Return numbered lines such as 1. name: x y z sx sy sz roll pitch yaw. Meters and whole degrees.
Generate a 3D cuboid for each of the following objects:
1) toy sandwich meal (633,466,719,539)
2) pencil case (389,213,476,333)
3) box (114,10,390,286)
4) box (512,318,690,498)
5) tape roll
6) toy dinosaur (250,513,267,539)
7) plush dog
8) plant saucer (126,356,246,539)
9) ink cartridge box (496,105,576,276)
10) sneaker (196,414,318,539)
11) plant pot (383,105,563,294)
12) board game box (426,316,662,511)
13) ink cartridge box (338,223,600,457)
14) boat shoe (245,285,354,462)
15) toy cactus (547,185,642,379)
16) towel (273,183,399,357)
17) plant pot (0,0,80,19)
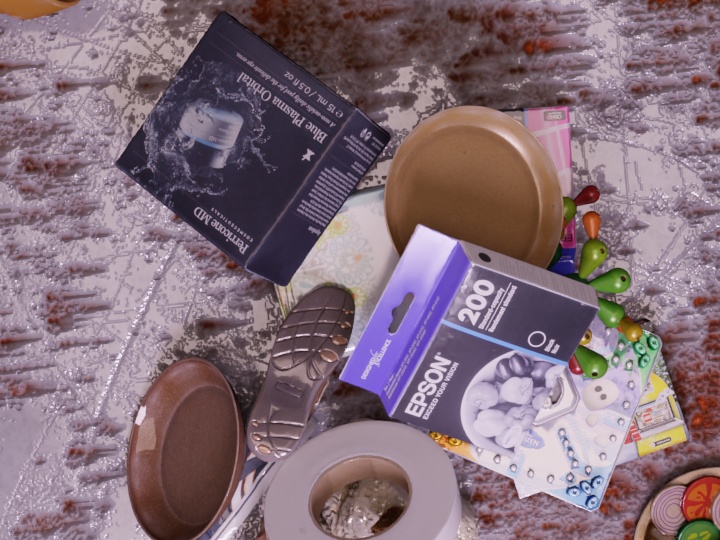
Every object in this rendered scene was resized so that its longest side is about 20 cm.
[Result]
1. toy sandwich meal: 0.394 0.316 1.635 0.203 0.070 0.207 0 94 2
2. pencil case: 0.074 0.033 1.575 0.082 0.091 0.202 10 97 0
3. box: -0.111 -0.125 1.572 0.196 0.117 0.201 37 94 21
4. box: 0.243 0.150 1.645 0.198 0.038 0.138 -19 91 3
5. tape roll: 0.001 0.238 1.515 0.201 0.204 0.037 -14 133 3
6. toy dinosaur: -0.086 0.355 1.603 0.086 0.135 0.201 -39 106 -27
7. plush dog: 0.005 0.289 1.621 0.200 0.161 0.172 41 117 -1
8. plant saucer: -0.180 0.195 1.613 0.036 0.200 0.202 16 95 -41
9. ink cartridge box: 0.184 -0.076 1.637 0.094 0.037 0.202 -4 95 2
10. sneaker: -0.136 0.220 1.644 0.079 0.078 0.201 38 83 -5
11. plant pot: 0.111 -0.064 1.519 0.198 0.027 0.202 1 86 -21
12. board game box: 0.196 0.127 1.609 0.198 0.026 0.202 22 86 7
13. ink cartridge box: 0.106 0.074 1.493 0.198 0.044 0.199 19 117 -14
14. boat shoe: -0.067 0.109 1.595 0.075 0.072 0.201 28 76 2
15. toy cactus: 0.203 0.021 1.575 0.164 0.102 0.202 -14 80 19
16. towel: 0.000 0.000 1.642 0.198 0.048 0.173 -15 96 3
17. plant pot: -0.412 -0.344 1.570 0.182 0.200 0.202 -16 93 18
